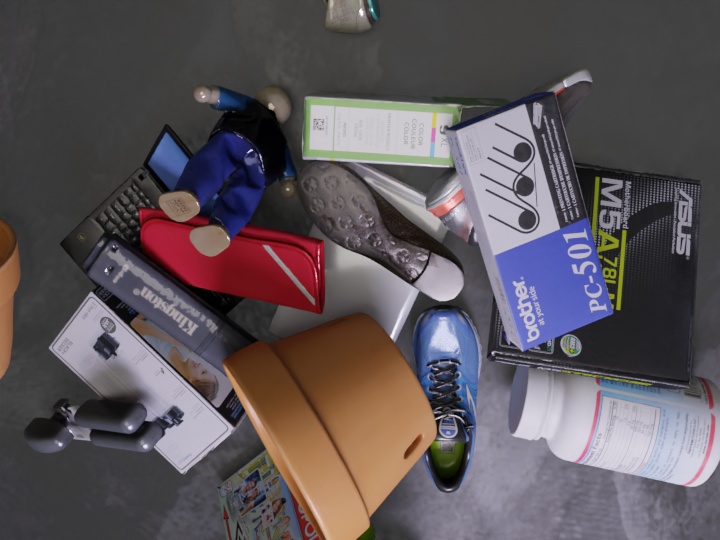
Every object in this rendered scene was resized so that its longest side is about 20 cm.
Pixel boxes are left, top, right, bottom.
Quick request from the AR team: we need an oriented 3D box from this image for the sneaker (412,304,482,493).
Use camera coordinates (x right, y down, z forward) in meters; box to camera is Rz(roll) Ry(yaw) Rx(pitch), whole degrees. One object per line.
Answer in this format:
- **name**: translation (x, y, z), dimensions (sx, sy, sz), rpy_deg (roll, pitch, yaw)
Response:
- **sneaker**: translation (0.094, 0.136, 0.843), dimensions (0.076, 0.089, 0.206), rpy_deg (-4, 104, 4)

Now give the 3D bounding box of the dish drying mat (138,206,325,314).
- **dish drying mat**: translation (-0.125, -0.010, 0.772), dimensions (0.195, 0.018, 0.079), rpy_deg (11, 122, 19)

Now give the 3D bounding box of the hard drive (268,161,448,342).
- **hard drive**: translation (0.000, 0.000, 0.849), dimensions (0.129, 0.027, 0.204), rpy_deg (24, 103, -3)

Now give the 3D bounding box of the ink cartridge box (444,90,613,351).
- **ink cartridge box**: translation (0.149, -0.042, 0.711), dimensions (0.092, 0.044, 0.205), rpy_deg (-21, 103, -5)

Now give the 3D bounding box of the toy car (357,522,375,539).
- **toy car**: translation (0.015, 0.343, 0.814), dimensions (0.157, 0.200, 0.165), rpy_deg (42, 59, -7)

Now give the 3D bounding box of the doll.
- **doll**: translation (-0.112, -0.112, 0.750), dimensions (0.048, 0.202, 0.137), rpy_deg (-20, 120, 38)

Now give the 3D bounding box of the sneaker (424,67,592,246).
- **sneaker**: translation (0.151, -0.103, 0.761), dimensions (0.200, 0.077, 0.082), rpy_deg (-43, 98, -1)

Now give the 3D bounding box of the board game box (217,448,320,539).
- **board game box**: translation (-0.077, 0.277, 0.842), dimensions (0.134, 0.202, 0.029), rpy_deg (-38, 133, 12)

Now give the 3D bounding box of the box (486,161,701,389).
- **box**: translation (0.227, 0.001, 0.785), dimensions (0.188, 0.048, 0.206), rpy_deg (9, 78, 4)

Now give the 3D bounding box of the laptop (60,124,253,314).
- **laptop**: translation (-0.196, -0.015, 0.819), dimensions (0.199, 0.103, 0.178), rpy_deg (-39, 98, 9)

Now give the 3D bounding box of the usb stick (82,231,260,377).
- **usb stick**: translation (-0.184, 0.039, 0.804), dimensions (0.199, 0.033, 0.055), rpy_deg (39, 115, -15)

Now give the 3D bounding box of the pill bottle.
- **pill bottle**: translation (0.256, 0.147, 0.825), dimensions (0.194, 0.109, 0.112), rpy_deg (12, 104, 1)

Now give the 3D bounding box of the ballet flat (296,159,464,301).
- **ballet flat**: translation (0.021, -0.041, 0.797), dimensions (0.198, 0.047, 0.068), rpy_deg (34, 109, -9)

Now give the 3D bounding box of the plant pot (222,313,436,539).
- **plant pot**: translation (-0.022, 0.135, 0.756), dimensions (0.138, 0.199, 0.203), rpy_deg (-31, 101, -15)

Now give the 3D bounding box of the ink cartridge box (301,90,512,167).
- **ink cartridge box**: translation (0.046, -0.136, 0.773), dimensions (0.194, 0.104, 0.061), rpy_deg (3, 104, 3)

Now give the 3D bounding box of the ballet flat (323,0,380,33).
- **ballet flat**: translation (-0.025, -0.326, 0.755), dimensions (0.061, 0.067, 0.206), rpy_deg (-4, 103, 15)

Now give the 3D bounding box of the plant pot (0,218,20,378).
- **plant pot**: translation (-0.437, 0.046, 0.815), dimensions (0.194, 0.202, 0.143), rpy_deg (3, 120, 3)

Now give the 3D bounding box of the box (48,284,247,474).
- **box**: translation (-0.218, 0.107, 0.853), dimensions (0.200, 0.060, 0.116), rpy_deg (44, 126, -6)

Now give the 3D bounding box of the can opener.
- **can opener**: translation (-0.282, 0.170, 0.851), dimensions (0.197, 0.067, 0.053), rpy_deg (-10, 125, 41)
